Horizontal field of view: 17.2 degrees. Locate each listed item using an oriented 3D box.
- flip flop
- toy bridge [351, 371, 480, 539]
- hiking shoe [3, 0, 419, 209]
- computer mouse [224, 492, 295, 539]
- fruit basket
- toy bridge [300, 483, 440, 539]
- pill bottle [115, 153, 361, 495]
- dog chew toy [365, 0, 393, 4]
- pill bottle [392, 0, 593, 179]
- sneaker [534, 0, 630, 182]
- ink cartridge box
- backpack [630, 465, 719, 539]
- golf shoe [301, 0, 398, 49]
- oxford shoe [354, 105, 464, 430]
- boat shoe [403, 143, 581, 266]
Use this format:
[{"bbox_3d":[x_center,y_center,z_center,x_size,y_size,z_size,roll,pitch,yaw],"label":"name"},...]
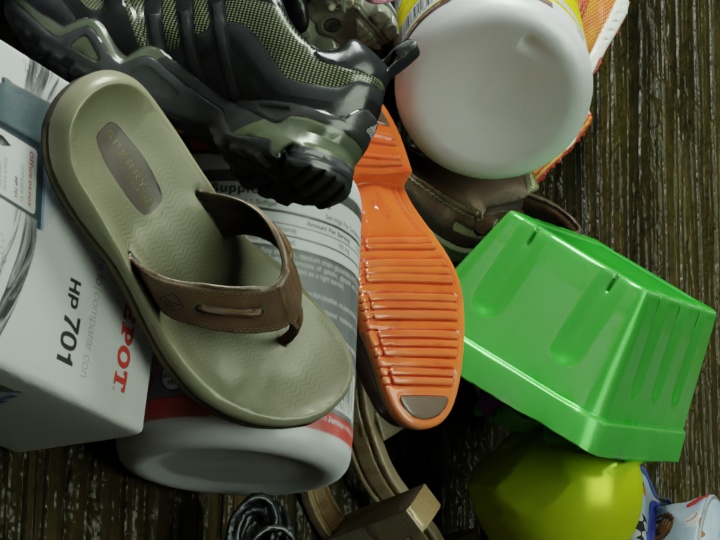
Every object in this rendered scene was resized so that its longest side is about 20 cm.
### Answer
[{"bbox_3d":[-0.065,-0.006,1.058,0.081,0.058,0.200,-52,121,-33],"label":"flip flop"},{"bbox_3d":[0.016,0.079,1.328,0.067,0.027,0.200,-28,103,-54],"label":"toy bridge"},{"bbox_3d":[-0.072,-0.106,1.128,0.101,0.200,0.076,-58,162,-17],"label":"hiking shoe"},{"bbox_3d":[-0.014,0.206,1.220,0.200,0.053,0.139,33,74,-51],"label":"computer mouse"},{"bbox_3d":[0.104,0.086,1.334,0.216,0.155,0.216,-46,155,-28],"label":"fruit basket"},{"bbox_3d":[0.012,0.136,1.280,0.200,0.067,0.027,55,39,-13],"label":"toy bridge"},{"bbox_3d":[-0.058,0.003,1.179,0.116,0.116,0.200,26,60,-50],"label":"pill bottle"},{"bbox_3d":[-0.024,-0.220,1.151,0.124,0.124,0.200,0,61,-55],"label":"dog chew toy"},{"bbox_3d":[0.073,-0.138,1.369,0.200,0.109,0.109,-89,153,-63],"label":"pill bottle"},{"bbox_3d":[0.111,-0.125,1.516,0.077,0.073,0.200,35,47,-18],"label":"sneaker"},{"bbox_3d":[-0.179,-0.021,1.040,0.200,0.086,0.147,30,57,-46],"label":"ink cartridge box"},{"bbox_3d":[0.167,0.232,1.422,0.200,0.154,0.191,-67,144,-43],"label":"backpack"},{"bbox_3d":[-0.057,-0.195,1.294,0.200,0.078,0.097,48,24,-41],"label":"golf shoe"},{"bbox_3d":[0.000,0.000,1.265,0.071,0.073,0.200,7,58,-39],"label":"oxford shoe"},{"bbox_3d":[0.065,-0.044,1.388,0.075,0.075,0.202,54,14,31],"label":"boat shoe"}]
